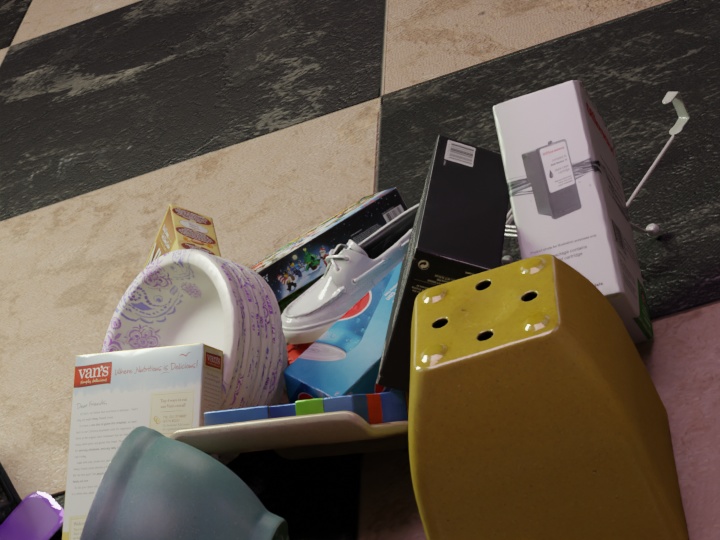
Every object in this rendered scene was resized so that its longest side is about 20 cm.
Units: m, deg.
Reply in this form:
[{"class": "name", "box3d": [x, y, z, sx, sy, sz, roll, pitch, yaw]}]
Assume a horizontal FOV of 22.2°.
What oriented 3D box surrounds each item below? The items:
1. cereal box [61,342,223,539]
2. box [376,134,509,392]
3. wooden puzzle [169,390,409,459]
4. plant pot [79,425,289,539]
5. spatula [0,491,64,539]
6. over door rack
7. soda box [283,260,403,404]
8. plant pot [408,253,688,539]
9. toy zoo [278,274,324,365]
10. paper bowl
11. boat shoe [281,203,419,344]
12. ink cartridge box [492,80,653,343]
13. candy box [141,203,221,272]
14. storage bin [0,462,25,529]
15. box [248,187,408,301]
[{"class": "cereal box", "box3d": [-0.190, 0.168, 1.597, 0.143, 0.039, 0.202, -6, 73, 29]}, {"class": "box", "box3d": [0.075, -0.003, 1.583, 0.078, 0.142, 0.201, 17, 33, -2]}, {"class": "wooden puzzle", "box3d": [-0.038, 0.128, 1.543, 0.184, 0.047, 0.200, -9, -10, 25]}, {"class": "plant pot", "box3d": [-0.134, 0.235, 1.430, 0.133, 0.202, 0.201, 13, 37, 9]}, {"class": "spatula", "box3d": [-0.356, 0.275, 1.673, 0.199, 0.021, 0.056, -37, 50, -19]}, {"class": "over door rack", "box3d": [0.230, -0.081, 1.792, 0.147, 0.067, 0.201, 6, 60, 43]}, {"class": "soda box", "box3d": [0.019, 0.068, 1.696, 0.067, 0.065, 0.200, 25, 51, 32]}, {"class": "plant pot", "box3d": [0.127, 0.107, 1.419, 0.193, 0.201, 0.196, -17, 27, 12]}, {"class": "toy zoo", "box3d": [-0.040, 0.063, 1.811, 0.131, 0.021, 0.200, -32, 29, -17]}, {"class": "paper bowl", "box3d": [-0.145, 0.089, 1.699, 0.200, 0.104, 0.203, -21, 60, 42]}, {"class": "boat shoe", "box3d": [0.000, 0.000, 1.795, 0.199, 0.069, 0.072, -28, 28, -10]}, {"class": "ink cartridge box", "box3d": [0.185, -0.043, 1.594, 0.082, 0.147, 0.202, -15, 68, 15]}, {"class": "candy box", "box3d": [-0.186, 0.025, 1.880, 0.055, 0.116, 0.200, 19, 19, -17]}, {"class": "storage bin", "box3d": [-0.412, 0.177, 1.769, 0.093, 0.136, 0.200, -30, 29, -15]}, {"class": "box", "box3d": [-0.053, -0.015, 1.882, 0.199, 0.038, 0.136, -32, 6, -14]}]
